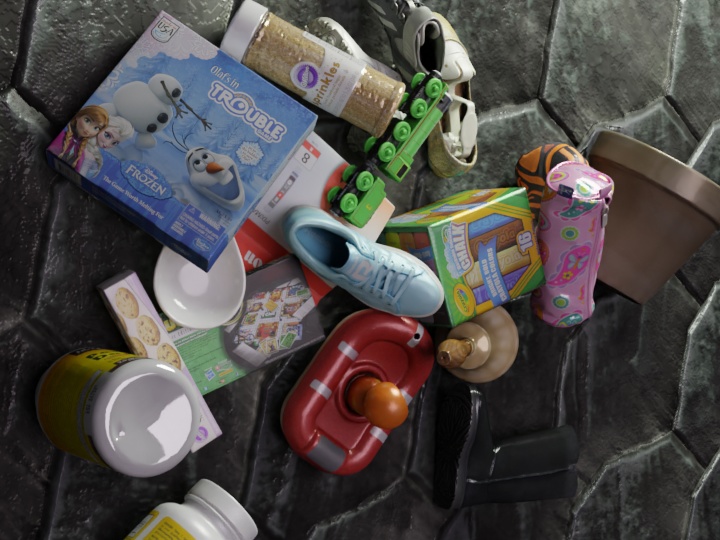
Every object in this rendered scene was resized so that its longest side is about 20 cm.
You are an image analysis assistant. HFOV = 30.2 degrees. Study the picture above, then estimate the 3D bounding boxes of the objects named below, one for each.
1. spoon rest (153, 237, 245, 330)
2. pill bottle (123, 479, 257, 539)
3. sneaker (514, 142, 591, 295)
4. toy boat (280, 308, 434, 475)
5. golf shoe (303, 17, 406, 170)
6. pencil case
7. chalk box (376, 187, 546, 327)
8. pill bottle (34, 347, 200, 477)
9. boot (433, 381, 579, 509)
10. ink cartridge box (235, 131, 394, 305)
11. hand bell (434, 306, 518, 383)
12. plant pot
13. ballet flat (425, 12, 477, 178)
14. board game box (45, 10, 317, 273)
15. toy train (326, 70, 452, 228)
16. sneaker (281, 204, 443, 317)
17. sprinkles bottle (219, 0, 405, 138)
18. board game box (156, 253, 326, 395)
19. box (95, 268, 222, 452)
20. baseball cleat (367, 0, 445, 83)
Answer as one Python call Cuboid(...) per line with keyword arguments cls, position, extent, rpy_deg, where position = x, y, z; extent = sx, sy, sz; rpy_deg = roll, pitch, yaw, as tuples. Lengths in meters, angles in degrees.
Cuboid(cls="spoon rest", position=(-0.170, -0.038, 1.397), extent=(0.099, 0.061, 0.201), rpy_deg=(0, 81, -21))
Cuboid(cls="pill bottle", position=(-0.203, 0.316, 1.375), extent=(0.200, 0.112, 0.113), rpy_deg=(-45, 115, -24))
Cuboid(cls="sneaker", position=(0.225, -0.070, 1.681), extent=(0.077, 0.112, 0.200), rpy_deg=(16, 117, -27))
Cuboid(cls="toy boat", position=(0.011, 0.140, 1.493), extent=(0.130, 0.131, 0.200), rpy_deg=(39, 80, -29))
Cuboid(cls="golf shoe", position=(0.003, -0.216, 1.538), extent=(0.200, 0.078, 0.097), rpy_deg=(59, 45, -27))
Cuboid(cls="pencil case", position=(0.252, -0.030, 1.593), extent=(0.087, 0.087, 0.201), rpy_deg=(-22, 132, -32))
Cuboid(cls="chalk box", position=(0.097, -0.011, 1.564), extent=(0.199, 0.125, 0.125), rpy_deg=(-21, 104, -33))
Cuboid(cls="pill bottle", position=(-0.244, 0.132, 1.288), extent=(0.109, 0.200, 0.110), rpy_deg=(-1, 92, -34))
Cuboid(cls="boot", position=(0.193, 0.214, 1.663), extent=(0.199, 0.066, 0.166), rpy_deg=(1, 108, -29))
Cuboid(cls="ink cartridge box", position=(-0.070, -0.041, 1.495), extent=(0.162, 0.050, 0.201), rpy_deg=(41, 67, -28))
Cuboid(cls="hand bell", position=(0.117, 0.089, 1.529), extent=(0.200, 0.104, 0.105), rpy_deg=(-8, 98, -75))
Cuboid(cls="plant pot", position=(0.356, -0.057, 1.717), extent=(0.200, 0.200, 0.174), rpy_deg=(28, 92, -32))
Cuboid(cls="ballet flat", position=(0.111, -0.212, 1.603), extent=(0.070, 0.071, 0.201), rpy_deg=(-7, 95, -34))
Cuboid(cls="board game box", position=(-0.180, -0.134, 1.363), extent=(0.200, 0.043, 0.199), rpy_deg=(34, 69, 3))
Cuboid(cls="toy train", position=(0.037, -0.135, 1.492), extent=(0.056, 0.042, 0.200), rpy_deg=(40, 84, -38))
Cuboid(cls="sneaker", position=(0.000, 0.000, 1.444), extent=(0.199, 0.082, 0.074), rpy_deg=(26, 102, -5))
Cuboid(cls="sprinkles bottle", position=(-0.051, -0.218, 1.443), extent=(0.199, 0.068, 0.068), rpy_deg=(27, 75, -5))
Cuboid(cls="board game box", position=(-0.141, 0.065, 1.447), extent=(0.199, 0.023, 0.105), rpy_deg=(-23, 105, -23))
Cuboid(cls="box", position=(-0.209, 0.094, 1.382), extent=(0.041, 0.039, 0.201), rpy_deg=(-31, 106, -19))
Cuboid(cls="baseball cleat", position=(0.049, -0.310, 1.527), extent=(0.070, 0.106, 0.201), rpy_deg=(-31, 103, -15))
